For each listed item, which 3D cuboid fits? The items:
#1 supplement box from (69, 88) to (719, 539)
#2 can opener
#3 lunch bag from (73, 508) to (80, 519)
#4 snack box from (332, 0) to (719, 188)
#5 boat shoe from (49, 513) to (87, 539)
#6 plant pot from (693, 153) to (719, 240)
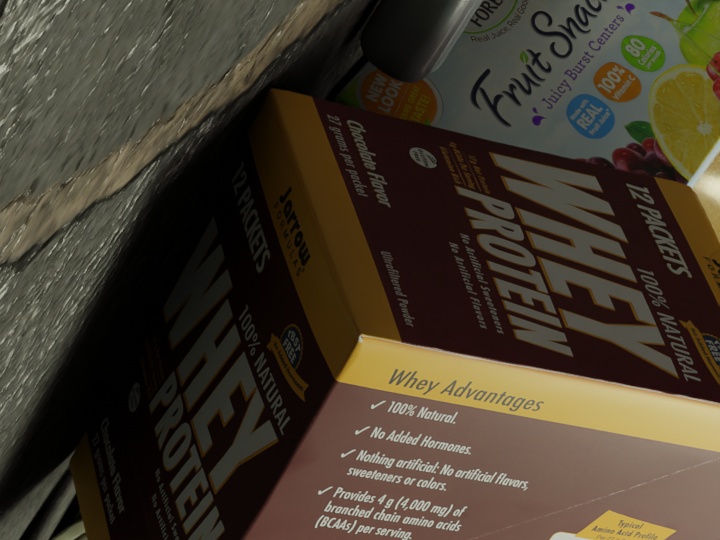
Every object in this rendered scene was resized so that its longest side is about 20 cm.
[{"bbox_3d":[0.024,0.065,1.041,0.201,0.196,0.133,-59,-146,32],"label":"supplement box"},{"bbox_3d":[0.073,-0.155,1.073,0.200,0.066,0.053,-52,175,16],"label":"can opener"},{"bbox_3d":[-0.056,0.081,1.231,0.201,0.082,0.161,-57,177,22],"label":"lunch bag"},{"bbox_3d":[0.086,-0.075,1.199,0.200,0.142,0.053,-50,171,-42],"label":"snack box"},{"bbox_3d":[-0.138,0.170,1.163,0.201,0.072,0.068,-59,-171,25],"label":"boat shoe"},{"bbox_3d":[0.171,-0.068,1.392,0.186,0.199,0.187,-157,-90,-79],"label":"plant pot"}]
